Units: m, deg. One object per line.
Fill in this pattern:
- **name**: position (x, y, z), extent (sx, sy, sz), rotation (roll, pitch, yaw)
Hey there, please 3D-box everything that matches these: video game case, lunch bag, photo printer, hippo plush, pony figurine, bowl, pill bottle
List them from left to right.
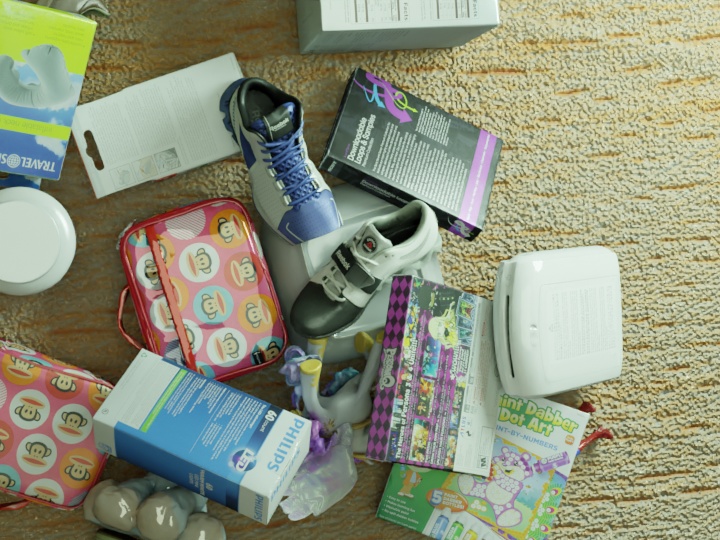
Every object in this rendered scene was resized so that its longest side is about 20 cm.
- **lunch bag**: position (-0.370, 0.178, 1.431), extent (0.199, 0.082, 0.177), rotation (23, 87, -12)
- **pill bottle**: position (-0.353, -0.030, 1.370), extent (0.111, 0.200, 0.112), rotation (0, 91, -12)
- **hippo plush**: position (-0.184, 0.222, 1.417), extent (0.200, 0.159, 0.161), rotation (32, 69, -36)
- **lunch bag**: position (-0.187, 0.029, 1.465), extent (0.176, 0.082, 0.201), rotation (-18, 93, -7)
- **pony figurine**: position (-0.039, 0.166, 1.460), extent (0.193, 0.167, 0.201), rotation (-20, 129, -26)
- **bowl**: position (0.000, 0.000, 1.512), extent (0.199, 0.075, 0.200), rotation (-17, 95, -13)
- **video game case**: position (0.090, 0.119, 1.445), extent (0.181, 0.036, 0.201), rotation (16, 79, -45)
- **photo printer**: position (0.225, 0.059, 1.513), extent (0.200, 0.069, 0.167), rotation (-7, 95, -48)

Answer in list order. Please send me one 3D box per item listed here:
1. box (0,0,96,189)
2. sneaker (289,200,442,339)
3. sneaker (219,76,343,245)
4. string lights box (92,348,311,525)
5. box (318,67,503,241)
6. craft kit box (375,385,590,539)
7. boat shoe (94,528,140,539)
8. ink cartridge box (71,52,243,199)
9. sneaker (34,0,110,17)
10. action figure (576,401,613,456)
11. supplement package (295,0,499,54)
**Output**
- **box**: position (-0.363, -0.181, 1.382), extent (0.122, 0.048, 0.201), rotation (7, 104, -38)
- **sneaker**: position (0.000, -0.009, 1.420), extent (0.200, 0.089, 0.074), rotation (-40, 64, -14)
- **sneaker**: position (-0.089, -0.124, 1.411), extent (0.080, 0.115, 0.200), rotation (-27, 91, -11)
- **string lights box**: position (-0.161, 0.168, 1.345), extent (0.199, 0.059, 0.103), rotation (23, 51, 12)
- **box**: position (0.061, -0.134, 1.508), extent (0.199, 0.036, 0.143), rotation (26, 53, -12)
- **craft kit box**: position (0.142, 0.227, 1.530), extent (0.199, 0.049, 0.198), rotation (18, 84, 8)
- **boat shoe**: position (-0.219, 0.358, 1.473), extent (0.200, 0.073, 0.063), rotation (35, 79, -18)
- **ink cartridge box**: position (-0.219, -0.160, 1.474), extent (0.199, 0.050, 0.109), rotation (-20, 95, -10)
- **sneaker**: position (-0.346, -0.227, 1.435), extent (0.075, 0.070, 0.201), rotation (28, 86, -12)
- **action figure**: position (0.209, 0.236, 1.575), extent (0.200, 0.052, 0.066), rotation (-35, 101, -7)
- **supplement package**: position (0.035, -0.332, 1.472), extent (0.199, 0.152, 0.151), rotation (-5, 91, -12)
